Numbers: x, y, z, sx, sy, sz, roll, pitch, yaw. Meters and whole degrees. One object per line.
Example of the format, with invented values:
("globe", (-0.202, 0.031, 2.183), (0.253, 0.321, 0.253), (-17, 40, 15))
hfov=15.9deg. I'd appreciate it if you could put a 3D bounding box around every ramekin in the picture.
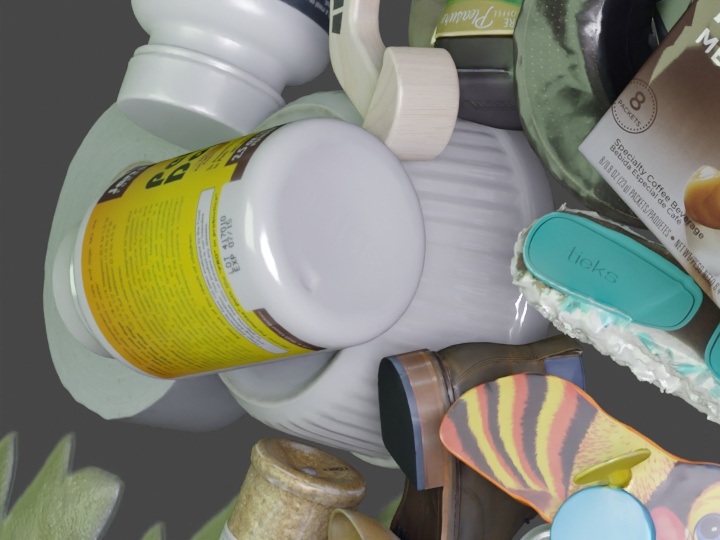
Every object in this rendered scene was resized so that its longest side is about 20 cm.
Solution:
("ramekin", (0.000, 0.000, 1.351), (0.200, 0.104, 0.202), (-18, 67, 50))

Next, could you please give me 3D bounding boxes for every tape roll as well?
("tape roll", (-0.110, -0.007, 1.529), (0.200, 0.066, 0.202), (-19, 66, 49))

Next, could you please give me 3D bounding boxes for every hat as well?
("hat", (0.169, -0.107, 1.178), (0.200, 0.081, 0.202), (3, 95, 41))

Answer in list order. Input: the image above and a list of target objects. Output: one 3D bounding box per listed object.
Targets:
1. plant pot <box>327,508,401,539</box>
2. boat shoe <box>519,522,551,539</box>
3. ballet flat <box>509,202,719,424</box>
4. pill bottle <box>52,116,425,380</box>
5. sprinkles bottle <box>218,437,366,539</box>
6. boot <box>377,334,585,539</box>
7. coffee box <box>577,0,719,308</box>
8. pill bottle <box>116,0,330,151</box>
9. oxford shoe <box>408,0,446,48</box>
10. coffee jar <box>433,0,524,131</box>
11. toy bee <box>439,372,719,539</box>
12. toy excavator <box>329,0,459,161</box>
("plant pot", (0.025, 0.211, 1.257), (0.200, 0.027, 0.202), (166, 90, -80))
("boat shoe", (0.083, 0.184, 1.171), (0.073, 0.066, 0.201), (-8, 42, 14))
("ballet flat", (0.157, 0.034, 1.159), (0.199, 0.072, 0.072), (31, 107, 26))
("pill bottle", (-0.067, -0.006, 1.263), (0.199, 0.109, 0.110), (-13, 71, 50))
("sprinkles bottle", (-0.060, 0.195, 1.410), (0.068, 0.068, 0.201), (37, 110, 50))
("boot", (0.067, 0.121, 1.265), (0.075, 0.096, 0.201), (-124, 24, -53))
("coffee box", (0.201, -0.022, 1.057), (0.200, 0.079, 0.115), (51, 122, 19))
("pill bottle", (-0.060, -0.169, 1.428), (0.119, 0.119, 0.201), (2, 70, 53))
("oxford shoe", (0.045, -0.204, 1.369), (0.071, 0.073, 0.202), (5, 85, 53))
("coffee jar", (0.096, -0.169, 1.283), (0.104, 0.085, 0.202), (5, 84, 47))
("toy bee", (0.137, 0.108, 1.162), (0.109, 0.200, 0.131), (-44, 5, 0))
("toy excavator", (-0.005, -0.165, 1.296), (0.194, 0.099, 0.202), (20, 109, 59))
